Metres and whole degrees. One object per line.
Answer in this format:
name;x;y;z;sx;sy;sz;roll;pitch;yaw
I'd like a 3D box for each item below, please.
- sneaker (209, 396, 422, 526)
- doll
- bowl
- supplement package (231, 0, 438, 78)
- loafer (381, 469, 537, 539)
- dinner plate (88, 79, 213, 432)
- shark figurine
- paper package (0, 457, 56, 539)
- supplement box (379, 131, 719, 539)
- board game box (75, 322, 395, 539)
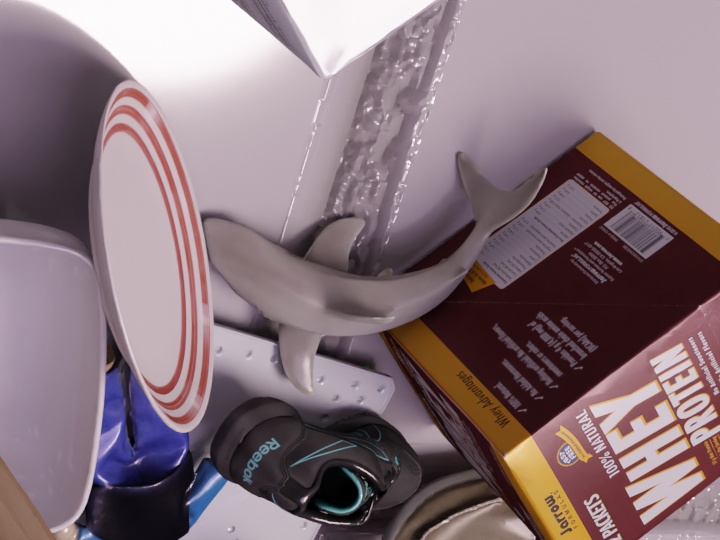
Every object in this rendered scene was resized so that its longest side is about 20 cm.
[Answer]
sneaker;-0.014;0.136;1.294;0.200;0.079;0.075;15;108;-55
doll;-0.133;0.124;1.256;0.136;0.048;0.200;-20;125;-26
bowl;-0.246;0.051;1.145;0.200;0.075;0.200;3;117;-11
supplement package;-0.016;-0.240;1.051;0.191;0.200;0.147;-36;129;-7
loafer;0.092;0.177;1.406;0.200;0.070;0.075;-26;133;-35
dinner plate;-0.121;-0.007;1.146;0.024;0.200;0.200;-10;126;9
shark figurine;0.019;0.009;1.268;0.214;0.089;0.128;-14;101;-17
paper package;-0.266;0.193;1.122;0.200;0.104;0.191;-24;121;6
supplement box;0.147;0.052;1.313;0.200;0.197;0.133;-36;128;-6
board game box;-0.101;0.128;1.326;0.200;0.026;0.200;18;106;-36
